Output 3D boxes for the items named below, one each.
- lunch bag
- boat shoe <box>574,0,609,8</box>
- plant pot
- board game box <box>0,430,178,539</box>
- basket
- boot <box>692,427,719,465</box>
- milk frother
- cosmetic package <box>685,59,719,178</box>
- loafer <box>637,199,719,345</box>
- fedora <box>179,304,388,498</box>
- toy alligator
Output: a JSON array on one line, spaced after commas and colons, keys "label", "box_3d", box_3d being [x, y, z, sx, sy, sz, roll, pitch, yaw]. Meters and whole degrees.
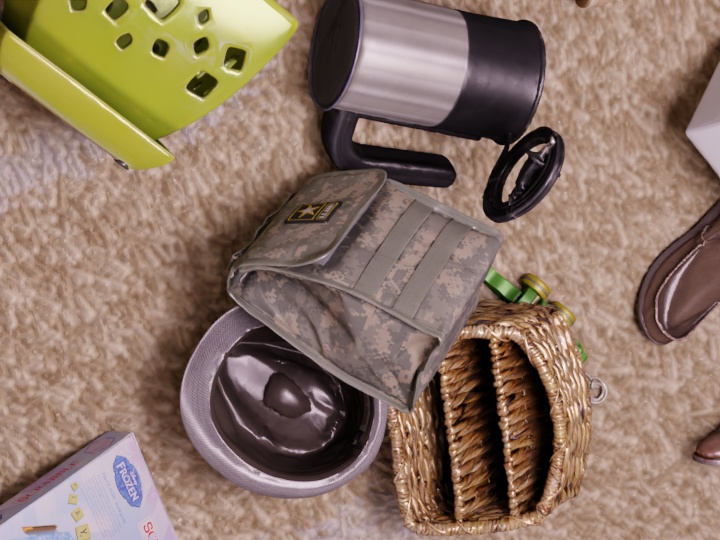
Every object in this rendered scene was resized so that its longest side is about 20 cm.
[{"label": "lunch bag", "box_3d": [0.000, 0.000, 1.583, 0.199, 0.164, 0.118, 27, 131, 9]}, {"label": "boat shoe", "box_3d": [0.247, -0.342, 1.715, 0.069, 0.074, 0.201, 8, 95, -17]}, {"label": "plant pot", "box_3d": [-0.198, -0.202, 1.495, 0.199, 0.200, 0.182, 37, 90, -24]}, {"label": "board game box", "box_3d": [-0.245, 0.276, 1.603, 0.199, 0.041, 0.201, -34, 112, -38]}, {"label": "basket", "box_3d": [0.121, 0.140, 1.687, 0.149, 0.142, 0.201, -20, 109, -48]}, {"label": "boot", "box_3d": [0.400, 0.083, 1.858, 0.186, 0.064, 0.201, -20, 110, -32]}, {"label": "milk frother", "box_3d": [0.069, -0.147, 1.609, 0.187, 0.200, 0.181, 8, 99, -23]}, {"label": "cosmetic package", "box_3d": [0.447, -0.157, 1.743, 0.167, 0.166, 0.200, 47, 52, -23]}, {"label": "loafer", "box_3d": [0.353, -0.009, 1.819, 0.073, 0.071, 0.200, 41, 83, -23]}, {"label": "fedora", "box_3d": [-0.073, 0.111, 1.654, 0.199, 0.090, 0.177, 26, 88, -17]}, {"label": "toy alligator", "box_3d": [0.190, 0.067, 1.775, 0.059, 0.054, 0.200, -47, 113, -8]}]
